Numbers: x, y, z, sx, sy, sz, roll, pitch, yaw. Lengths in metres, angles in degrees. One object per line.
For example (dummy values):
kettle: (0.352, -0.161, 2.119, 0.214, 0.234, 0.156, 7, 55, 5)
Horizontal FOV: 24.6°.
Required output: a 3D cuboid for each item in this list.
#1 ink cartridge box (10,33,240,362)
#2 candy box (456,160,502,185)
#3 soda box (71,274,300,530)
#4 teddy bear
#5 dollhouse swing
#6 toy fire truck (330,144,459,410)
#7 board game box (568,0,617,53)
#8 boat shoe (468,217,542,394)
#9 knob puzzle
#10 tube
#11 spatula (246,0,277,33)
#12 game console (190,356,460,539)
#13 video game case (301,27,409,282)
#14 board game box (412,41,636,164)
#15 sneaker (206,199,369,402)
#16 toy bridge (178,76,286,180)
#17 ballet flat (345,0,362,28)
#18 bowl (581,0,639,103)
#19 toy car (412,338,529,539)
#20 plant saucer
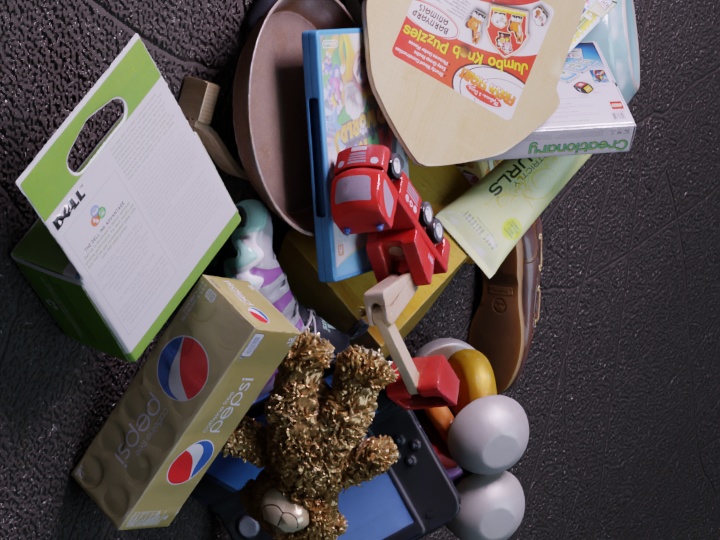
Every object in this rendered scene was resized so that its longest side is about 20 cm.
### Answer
ink cartridge box: (-0.183, -0.056, 1.177, 0.148, 0.075, 0.200, -55, 144, -25)
candy box: (0.126, -0.143, 1.637, 0.116, 0.055, 0.200, -58, 147, -26)
soda box: (-0.136, 0.104, 1.272, 0.200, 0.068, 0.064, -55, 152, 14)
teddy bear: (-0.041, 0.137, 1.309, 0.200, 0.145, 0.067, -55, -162, 22)
dollhouse swing: (0.000, 0.000, 1.531, 0.182, 0.176, 0.200, 49, 54, -7)
toy fire truck: (0.028, 0.009, 1.337, 0.200, 0.049, 0.142, 54, 37, -47)
board game box: (0.129, -0.278, 1.480, 0.200, 0.029, 0.135, 48, 52, -6)
boat shoe: (0.164, 0.034, 1.768, 0.070, 0.070, 0.201, -16, 118, -49)
knob puzzle: (0.082, -0.180, 1.396, 0.219, 0.030, 0.221, 0, 90, -24)
tube: (0.159, -0.087, 1.516, 0.200, 0.058, 0.052, -44, 149, -16)
spatula: (-0.046, -0.280, 1.333, 0.201, 0.020, 0.057, -66, 150, -10)
game console: (-0.043, 0.183, 1.385, 0.171, 0.199, 0.118, 61, 13, 3)
video game case: (0.000, -0.100, 1.372, 0.143, 0.018, 0.201, -17, 105, -60)
board game box: (0.132, -0.152, 1.473, 0.127, 0.199, 0.035, -104, -166, -45)
sneaker: (-0.056, 0.035, 1.367, 0.139, 0.078, 0.201, 1, 118, -20)
toy bridge: (-0.083, -0.107, 1.354, 0.200, 0.027, 0.068, 11, 96, -59)
ballet flat: (0.030, -0.233, 1.444, 0.072, 0.068, 0.200, -51, 147, 3)
bowl: (0.215, -0.226, 1.618, 0.201, 0.104, 0.202, -5, 90, -75)
toy car: (0.073, 0.176, 1.642, 0.149, 0.175, 0.201, -9, 118, -18)
plant saucer: (-0.048, -0.128, 1.337, 0.200, 0.034, 0.202, 1, 89, -61)
